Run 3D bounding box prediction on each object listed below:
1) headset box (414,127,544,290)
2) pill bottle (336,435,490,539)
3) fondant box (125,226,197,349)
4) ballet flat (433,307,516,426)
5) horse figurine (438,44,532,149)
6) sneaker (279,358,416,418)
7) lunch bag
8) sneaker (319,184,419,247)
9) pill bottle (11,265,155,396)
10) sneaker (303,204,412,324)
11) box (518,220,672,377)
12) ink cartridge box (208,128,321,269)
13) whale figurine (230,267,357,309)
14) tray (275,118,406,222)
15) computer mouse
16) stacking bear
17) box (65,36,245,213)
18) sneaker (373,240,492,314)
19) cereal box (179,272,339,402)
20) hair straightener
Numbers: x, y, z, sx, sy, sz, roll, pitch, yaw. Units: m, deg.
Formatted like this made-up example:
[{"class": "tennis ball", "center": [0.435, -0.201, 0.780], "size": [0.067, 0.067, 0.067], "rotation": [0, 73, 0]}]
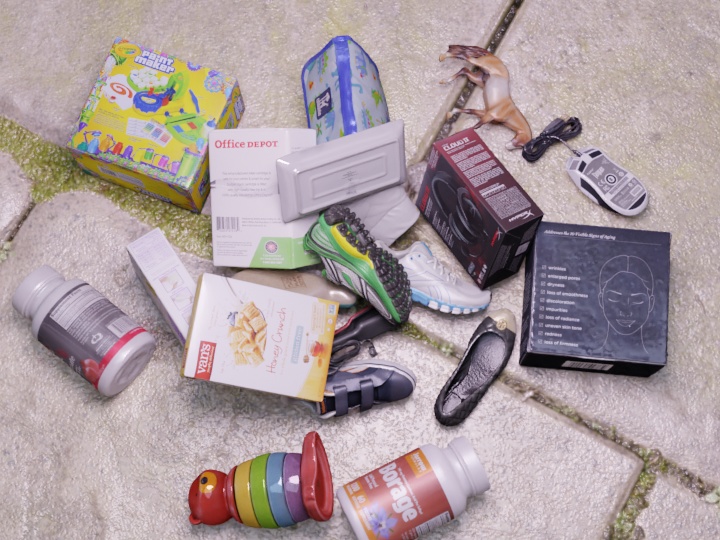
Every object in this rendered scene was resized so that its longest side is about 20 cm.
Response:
[{"class": "headset box", "center": [0.164, -0.097, 1.690], "size": [0.077, 0.149, 0.200], "rotation": [-25, 64, -25]}, {"class": "pill bottle", "center": [0.075, 0.313, 1.620], "size": [0.200, 0.112, 0.112], "rotation": [-26, 76, -6]}, {"class": "fondant box", "center": [-0.259, 0.051, 1.675], "size": [0.058, 0.144, 0.200], "rotation": [-33, 77, -13]}, {"class": "ballet flat", "center": [0.174, 0.143, 1.694], "size": [0.066, 0.057, 0.200], "rotation": [30, 77, 7]}, {"class": "horse figurine", "center": [0.193, -0.280, 1.808], "size": [0.132, 0.050, 0.200], "rotation": [-6, 68, -14]}, {"class": "sneaker", "center": [-0.021, 0.175, 1.668], "size": [0.200, 0.079, 0.079], "rotation": [3, 40, 9]}, {"class": "lunch bag", "center": [-0.018, -0.233, 1.723], "size": [0.127, 0.200, 0.170], "rotation": [-7, 76, -2]}, {"class": "sneaker", "center": [-0.009, -0.066, 1.742], "size": [0.200, 0.116, 0.074], "rotation": [-26, 30, 24]}, {"class": "pill bottle", "center": [-0.407, 0.083, 1.687], "size": [0.200, 0.111, 0.111], "rotation": [37, 78, 10]}, {"class": "sneaker", "center": [0.000, 0.000, 1.662], "size": [0.085, 0.078, 0.200], "rotation": [-33, 102, 33]}, {"class": "box", "center": [0.340, 0.043, 1.685], "size": [0.200, 0.124, 0.197], "rotation": [6, 76, 3]}, {"class": "ink cartridge box", "center": [-0.140, -0.107, 1.689], "size": [0.145, 0.084, 0.200], "rotation": [3, 98, 30]}, {"class": "whale figurine", "center": [-0.108, 0.057, 1.702], "size": [0.200, 0.104, 0.159], "rotation": [-12, 40, -17]}, {"class": "tray", "center": [-0.020, -0.136, 1.615], "size": [0.200, 0.107, 0.022], "rotation": [-20, 40, -20]}, {"class": "computer mouse", "center": [0.352, -0.150, 1.778], "size": [0.110, 0.044, 0.200], "rotation": [-40, 75, -22]}, {"class": "stacking bear", "center": [-0.147, 0.311, 1.627], "size": [0.200, 0.114, 0.122], "rotation": [-9, 51, 10]}, {"class": "box", "center": [-0.307, -0.220, 1.762], "size": [0.200, 0.122, 0.193], "rotation": [20, 76, 6]}, {"class": "sneaker", "center": [0.100, 0.005, 1.708], "size": [0.200, 0.075, 0.087], "rotation": [14, 108, 3]}, {"class": "cereal box", "center": [-0.137, 0.094, 1.586], "size": [0.200, 0.040, 0.144], "rotation": [12, 80, -19]}, {"class": "hair straightener", "center": [-0.009, 0.098, 1.673], "size": [0.200, 0.041, 0.077], "rotation": [-24, 37, -27]}]
